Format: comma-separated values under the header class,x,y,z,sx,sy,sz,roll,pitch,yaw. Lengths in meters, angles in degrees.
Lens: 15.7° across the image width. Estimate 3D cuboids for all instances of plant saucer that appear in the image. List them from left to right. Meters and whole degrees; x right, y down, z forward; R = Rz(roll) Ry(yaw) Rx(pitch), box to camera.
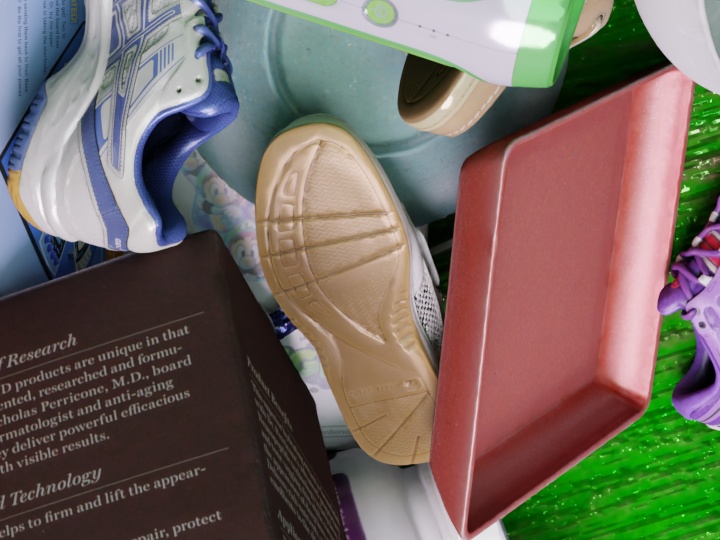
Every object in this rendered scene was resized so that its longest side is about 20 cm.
class,x,y,z,sx,sy,sz,roll,pitch,yaw
plant saucer,0.006,-0.110,1.237,0.201,0.039,0.201,-2,105,-8
plant saucer,0.094,0.005,1.259,0.037,0.200,0.200,18,115,28

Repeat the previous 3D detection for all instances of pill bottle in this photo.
class,x,y,z,sx,sy,sz,roll,pitch,yaw
pill bottle,-0.024,0.156,1.319,0.200,0.112,0.112,-20,114,2

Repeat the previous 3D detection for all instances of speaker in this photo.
class,x,y,z,sx,sy,sz,roll,pitch,yaw
speaker,-0.002,-0.142,1.106,0.200,0.088,0.088,18,110,6

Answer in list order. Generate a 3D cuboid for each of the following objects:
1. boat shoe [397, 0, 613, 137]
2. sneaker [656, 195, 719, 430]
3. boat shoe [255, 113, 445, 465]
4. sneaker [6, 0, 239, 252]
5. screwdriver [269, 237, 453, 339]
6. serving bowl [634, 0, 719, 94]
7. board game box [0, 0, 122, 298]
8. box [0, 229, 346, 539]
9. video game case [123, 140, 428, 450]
class,x,y,z,sx,sy,sz,roll,pitch,yaw
boat shoe,0.090,-0.133,1.198,0.065,0.071,0.200,43,68,-24
sneaker,0.193,-0.005,1.308,0.083,0.081,0.200,1,113,-3
boat shoe,0.000,0.000,1.241,0.071,0.069,0.200,-8,127,14
sneaker,-0.084,-0.103,1.180,0.088,0.075,0.200,19,91,24
screwdriver,-0.018,0.013,1.285,0.200,0.028,0.029,-28,142,1
serving bowl,0.171,-0.178,1.194,0.066,0.200,0.200,12,118,32
board game box,-0.154,-0.087,1.203,0.103,0.019,0.200,-9,106,-41
box,-0.101,0.124,1.188,0.164,0.200,0.166,-19,142,7
video game case,-0.066,0.007,1.300,0.200,0.024,0.182,-1,113,-8
